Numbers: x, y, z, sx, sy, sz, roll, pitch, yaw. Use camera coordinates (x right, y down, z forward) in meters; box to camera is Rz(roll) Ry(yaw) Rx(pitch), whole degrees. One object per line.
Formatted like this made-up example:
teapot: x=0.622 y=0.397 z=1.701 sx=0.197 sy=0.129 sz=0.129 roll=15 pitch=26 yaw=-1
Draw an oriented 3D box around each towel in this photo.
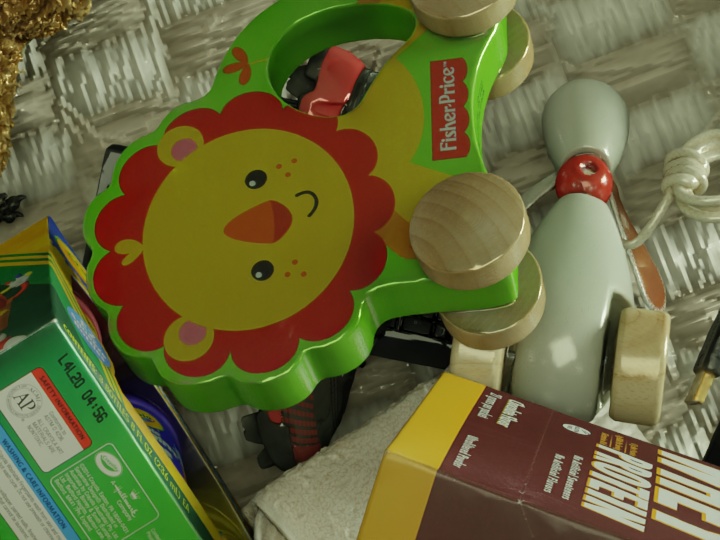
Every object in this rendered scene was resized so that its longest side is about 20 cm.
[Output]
towel: x=0.054 y=0.112 z=0.781 sx=0.199 sy=0.034 sz=0.133 roll=-33 pitch=85 yaw=-24

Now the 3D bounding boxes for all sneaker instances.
sneaker: x=0.000 y=0.000 z=0.788 sx=0.097 sy=0.071 sz=0.202 roll=11 pitch=90 yaw=5

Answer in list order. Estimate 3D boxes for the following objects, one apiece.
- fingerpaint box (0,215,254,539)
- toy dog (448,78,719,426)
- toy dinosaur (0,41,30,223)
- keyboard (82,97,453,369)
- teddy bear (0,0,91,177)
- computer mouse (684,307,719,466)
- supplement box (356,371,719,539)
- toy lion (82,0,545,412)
fingerpaint box: x=-0.107 y=0.093 z=0.720 sx=0.073 sy=0.167 sz=0.201 roll=-31 pitch=108 yaw=-2
toy dog: x=0.099 y=0.010 z=0.776 sx=0.131 sy=0.097 sz=0.200 roll=24 pitch=50 yaw=19
toy dinosaur: x=-0.223 y=-0.047 z=0.829 sx=0.199 sy=0.047 sz=0.088 roll=-37 pitch=70 yaw=-1
keyboard: x=-0.032 y=-0.031 z=0.835 sx=0.198 sy=0.021 sz=0.128 roll=12 pitch=86 yaw=2
teddy bear: x=-0.203 y=-0.100 z=0.792 sx=0.145 sy=0.067 sz=0.201 roll=30 pitch=88 yaw=35
computer mouse: x=0.175 y=0.089 z=0.759 sx=0.046 sy=0.140 sz=0.201 roll=26 pitch=86 yaw=35
supplement box: x=0.086 y=0.173 z=0.639 sx=0.198 sy=0.133 sz=0.199 roll=19 pitch=101 yaw=8
toy lion: x=-0.022 y=-0.038 z=0.710 sx=0.190 sy=0.069 sz=0.201 roll=-5 pitch=59 yaw=11
